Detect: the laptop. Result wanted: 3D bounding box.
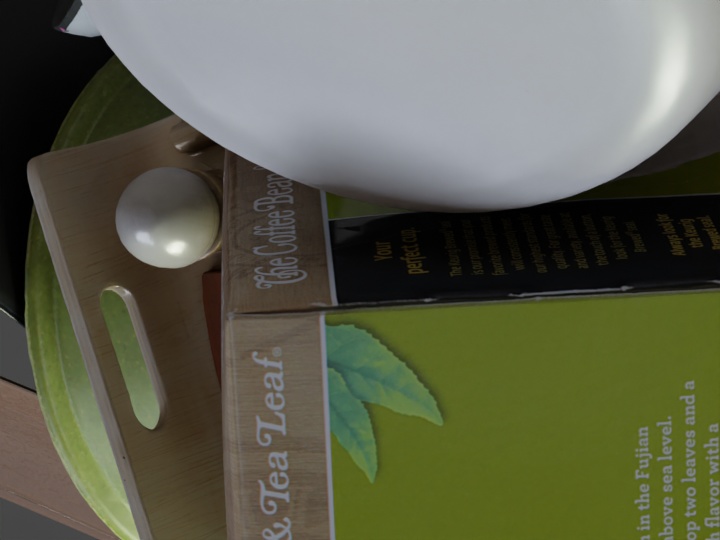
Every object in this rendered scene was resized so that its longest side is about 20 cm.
[{"bbox_3d":[-0.135,-0.049,1.075,0.200,0.116,0.187,29,171,35],"label":"laptop"}]

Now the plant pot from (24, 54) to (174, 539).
[{"bbox_3d":[0.019,0.008,0.993,0.189,0.201,0.200,-1,153,38],"label":"plant pot"}]

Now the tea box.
[{"bbox_3d":[0.064,0.036,0.718,0.196,0.134,0.200,-2,-164,-1],"label":"tea box"}]

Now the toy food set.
[{"bbox_3d":[0.000,0.000,0.879,0.199,0.144,0.060,-20,175,28],"label":"toy food set"}]

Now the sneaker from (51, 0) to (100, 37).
[{"bbox_3d":[-0.033,-0.105,0.876,0.086,0.081,0.200,15,177,-13],"label":"sneaker"}]

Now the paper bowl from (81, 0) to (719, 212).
[{"bbox_3d":[0.015,-0.090,0.605,0.200,0.105,0.201,11,143,8],"label":"paper bowl"}]
